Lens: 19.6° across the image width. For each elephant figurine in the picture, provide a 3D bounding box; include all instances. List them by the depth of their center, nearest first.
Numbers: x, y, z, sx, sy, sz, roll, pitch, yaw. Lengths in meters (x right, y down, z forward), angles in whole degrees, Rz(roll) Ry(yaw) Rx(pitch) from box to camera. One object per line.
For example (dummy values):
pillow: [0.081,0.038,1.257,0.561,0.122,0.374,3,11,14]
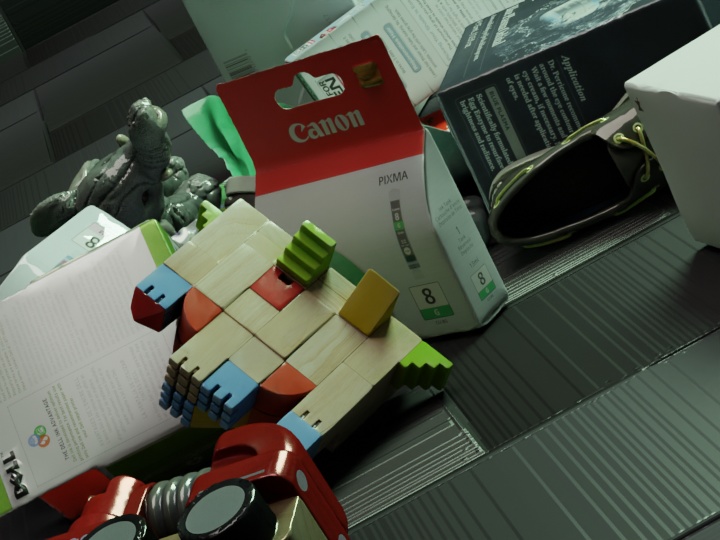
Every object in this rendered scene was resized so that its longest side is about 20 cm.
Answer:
elephant figurine: [-0.200,-0.048,1.723,0.141,0.155,0.200,-4,-5,13]

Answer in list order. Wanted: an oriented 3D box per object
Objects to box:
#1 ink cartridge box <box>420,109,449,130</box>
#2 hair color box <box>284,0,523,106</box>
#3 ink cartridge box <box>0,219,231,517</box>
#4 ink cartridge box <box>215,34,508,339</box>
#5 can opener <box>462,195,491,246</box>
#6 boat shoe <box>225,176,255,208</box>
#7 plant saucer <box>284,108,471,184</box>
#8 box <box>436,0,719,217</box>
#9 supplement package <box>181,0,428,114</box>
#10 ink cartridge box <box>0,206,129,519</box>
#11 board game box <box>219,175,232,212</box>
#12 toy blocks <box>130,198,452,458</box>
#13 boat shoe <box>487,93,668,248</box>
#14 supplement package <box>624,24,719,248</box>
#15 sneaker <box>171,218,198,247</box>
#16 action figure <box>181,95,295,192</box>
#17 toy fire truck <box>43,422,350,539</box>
ink cartridge box: [0.118,-0.159,1.794,0.200,0.057,0.163,-19,19,10]
hair color box: [0.043,-0.205,1.844,0.200,0.099,0.061,-37,12,-2]
ink cartridge box: [-0.186,0.080,1.380,0.200,0.148,0.076,-27,-26,4]
ink cartridge box: [-0.011,-0.043,1.393,0.161,0.200,0.050,-12,23,41]
can opener: [0.000,0.000,1.524,0.200,0.067,0.053,-12,18,4]
boat shoe: [-0.027,-0.036,1.618,0.201,0.072,0.061,3,78,42]
plant saucer: [0.006,-0.088,1.641,0.201,0.039,0.201,9,-5,1]
box: [0.176,-0.145,1.540,0.200,0.117,0.197,-21,16,16]
supplement package: [-0.046,-0.218,1.946,0.156,0.200,0.111,-20,19,24]
ink cartridge box: [-0.192,0.058,1.454,0.163,0.057,0.200,33,45,17]
board game box: [-0.075,-0.068,1.859,0.105,0.023,0.200,-41,22,-31]
toy blocks: [-0.065,0.050,1.290,0.137,0.200,0.100,-42,-18,-34]
boat shoe: [0.177,-0.074,1.427,0.201,0.072,0.061,-30,14,19]
supplement package: [0.287,-0.106,1.266,0.200,0.120,0.121,-31,19,-12]
sneaker: [-0.176,0.028,1.597,0.200,0.081,0.088,-31,10,-28]
action figure: [-0.081,-0.092,1.786,0.118,0.055,0.200,-6,27,-11]
toy fire truck: [-0.084,0.143,1.148,0.176,0.129,0.200,-20,29,20]
